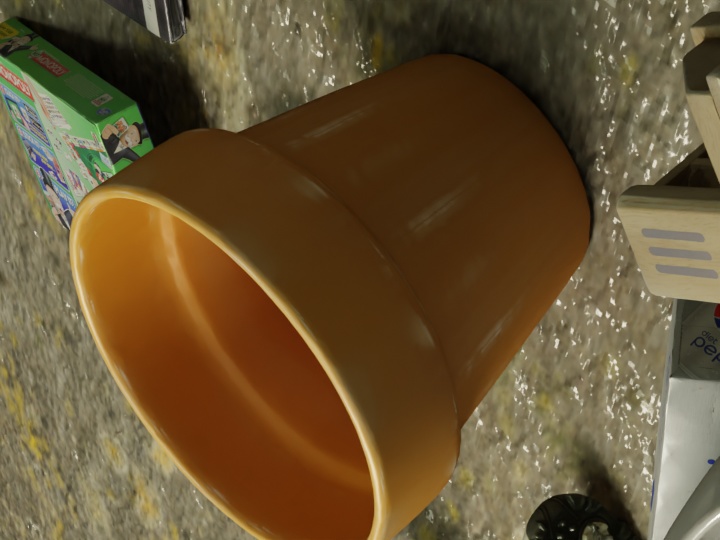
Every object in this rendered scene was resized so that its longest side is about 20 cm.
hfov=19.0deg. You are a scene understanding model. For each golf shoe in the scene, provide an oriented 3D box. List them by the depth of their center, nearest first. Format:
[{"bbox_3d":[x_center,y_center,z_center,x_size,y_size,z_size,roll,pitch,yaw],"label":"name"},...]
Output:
[{"bbox_3d":[0.114,0.199,1.150,0.088,0.077,0.201,25,141,52],"label":"golf shoe"}]

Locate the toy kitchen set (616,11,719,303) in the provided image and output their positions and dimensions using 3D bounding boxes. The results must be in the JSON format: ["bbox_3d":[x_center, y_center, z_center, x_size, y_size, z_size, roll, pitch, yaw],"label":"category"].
[{"bbox_3d":[0.126,-0.066,0.735,0.180,0.163,0.201,7,127,53],"label":"toy kitchen set"}]

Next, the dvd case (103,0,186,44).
[{"bbox_3d":[-0.170,-0.224,1.155,0.199,0.016,0.149,34,146,32],"label":"dvd case"}]

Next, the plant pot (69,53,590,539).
[{"bbox_3d":[0.000,0.000,0.977,0.200,0.183,0.201,36,147,27],"label":"plant pot"}]

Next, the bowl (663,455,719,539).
[{"bbox_3d":[0.211,0.125,0.851,0.198,0.075,0.200,13,144,-2],"label":"bowl"}]

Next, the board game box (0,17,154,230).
[{"bbox_3d":[-0.158,-0.061,1.261,0.200,0.029,0.135,36,149,55],"label":"board game box"}]

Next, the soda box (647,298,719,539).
[{"bbox_3d":[0.162,0.091,0.939,0.068,0.064,0.201,5,137,8],"label":"soda box"}]
